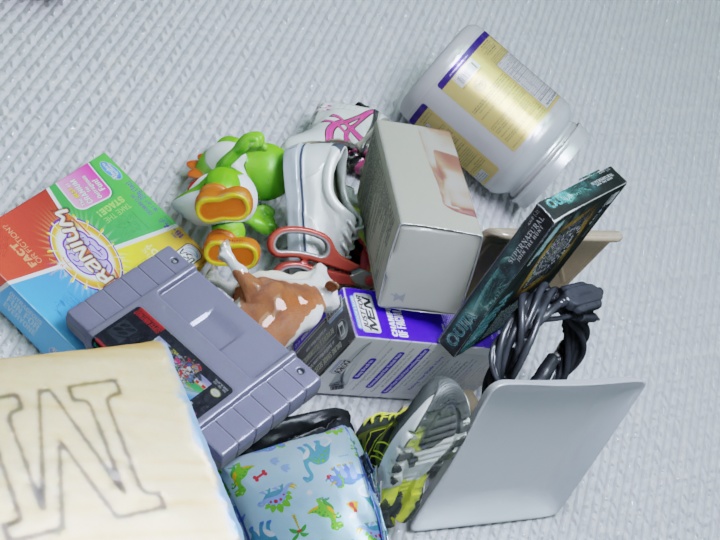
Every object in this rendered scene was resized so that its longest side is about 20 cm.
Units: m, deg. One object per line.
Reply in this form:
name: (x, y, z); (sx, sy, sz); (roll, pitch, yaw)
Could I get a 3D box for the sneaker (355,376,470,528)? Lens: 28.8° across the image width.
sneaker: (0.031, 0.158, 1.295); (0.074, 0.200, 0.085); (-4, 48, -35)

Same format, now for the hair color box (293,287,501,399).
hair color box: (0.046, 0.079, 1.429); (0.200, 0.109, 0.065); (6, 53, -33)

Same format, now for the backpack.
backpack: (-0.049, 0.226, 1.221); (0.163, 0.154, 0.200); (-11, 76, -18)

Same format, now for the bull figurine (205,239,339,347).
bull figurine: (-0.110, 0.050, 1.327); (0.121, 0.065, 0.200); (37, 69, 4)

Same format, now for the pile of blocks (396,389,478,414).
pile of blocks: (0.094, 0.170, 1.431); (0.200, 0.062, 0.082); (14, 36, -38)

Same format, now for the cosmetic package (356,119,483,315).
cosmetic package: (0.056, -0.056, 1.415); (0.087, 0.103, 0.200); (8, 35, -12)

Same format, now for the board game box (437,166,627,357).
board game box: (0.165, -0.008, 1.357); (0.028, 0.200, 0.135); (46, 41, 16)

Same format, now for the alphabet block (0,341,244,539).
alphabet block: (-0.238, 0.189, 1.069); (0.200, 0.195, 0.196); (-4, 57, -40)

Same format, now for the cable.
cable: (0.169, 0.086, 1.406); (0.051, 0.163, 0.200); (36, 25, 23)

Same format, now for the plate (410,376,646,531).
plate: (0.158, 0.173, 1.376); (0.199, 0.200, 0.032); (1, 39, -36)

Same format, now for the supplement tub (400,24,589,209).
supplement tub: (0.164, -0.185, 1.707); (0.200, 0.145, 0.145); (41, 42, -1)

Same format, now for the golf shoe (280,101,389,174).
golf shoe: (-0.036, -0.147, 1.589); (0.092, 0.073, 0.200); (49, 32, 17)

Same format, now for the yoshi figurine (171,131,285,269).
yoshi figurine: (-0.114, -0.084, 1.433); (0.112, 0.112, 0.200); (39, 20, -21)

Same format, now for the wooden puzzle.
wooden puzzle: (0.156, 0.005, 1.502); (0.185, 0.200, 0.037); (0, 59, -36)

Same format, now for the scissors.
scissors: (0.000, 0.000, 1.417); (0.200, 0.014, 0.073); (7, 91, -17)

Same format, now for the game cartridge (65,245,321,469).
game cartridge: (-0.149, 0.073, 1.235); (0.200, 0.038, 0.130); (39, 49, 19)

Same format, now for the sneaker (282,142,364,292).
sneaker: (-0.034, -0.035, 1.439); (0.073, 0.071, 0.200); (-4, 87, -72)

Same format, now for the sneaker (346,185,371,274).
sneaker: (0.025, -0.014, 1.521); (0.200, 0.078, 0.090); (23, 44, -3)

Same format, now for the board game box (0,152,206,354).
board game box: (-0.260, -0.010, 1.328); (0.153, 0.040, 0.200); (44, 42, 3)
